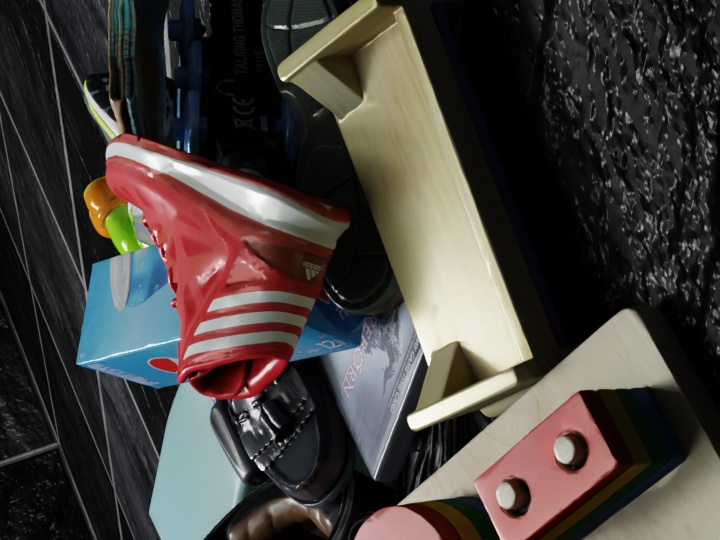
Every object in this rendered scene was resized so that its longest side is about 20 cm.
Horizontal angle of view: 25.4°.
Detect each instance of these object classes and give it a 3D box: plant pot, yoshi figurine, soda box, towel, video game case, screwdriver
[{"bbox_3d":[-0.056,0.130,1.130,0.142,0.140,0.202,54,144,45],"label":"plant pot"},{"bbox_3d":[-0.118,-0.002,1.209,0.200,0.111,0.113,45,125,33],"label":"yoshi figurine"},{"bbox_3d":[-0.084,0.019,0.934,0.199,0.064,0.069,-14,63,46],"label":"soda box"},{"bbox_3d":[-0.135,-0.143,0.988,0.147,0.021,0.202,84,180,-59],"label":"towel"},{"bbox_3d":[0.000,0.000,0.926,0.201,0.019,0.144,-118,39,-47],"label":"video game case"},{"bbox_3d":[-0.101,0.057,1.052,0.028,0.029,0.201,46,-164,-55],"label":"screwdriver"}]

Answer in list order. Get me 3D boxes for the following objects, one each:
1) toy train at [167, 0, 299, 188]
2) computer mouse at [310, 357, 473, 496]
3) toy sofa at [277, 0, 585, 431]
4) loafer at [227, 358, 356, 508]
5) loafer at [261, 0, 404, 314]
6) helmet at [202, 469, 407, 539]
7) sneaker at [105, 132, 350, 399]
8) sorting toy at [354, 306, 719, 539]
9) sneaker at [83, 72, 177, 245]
[{"bbox_3d":[-0.079,-0.092,1.007,0.201,0.086,0.115,-99,13,-48],"label":"toy train"},{"bbox_3d":[0.023,0.070,0.954,0.200,0.052,0.140,-170,82,-64],"label":"computer mouse"},{"bbox_3d":[0.048,-0.033,0.766,0.083,0.097,0.202,-30,76,47],"label":"toy sofa"},{"bbox_3d":[-0.063,0.065,0.981,0.063,0.072,0.201,30,-159,-37],"label":"loafer"},{"bbox_3d":[0.001,-0.069,0.862,0.071,0.063,0.202,-26,65,29],"label":"loafer"},{"bbox_3d":[-0.008,0.236,0.977,0.191,0.200,0.200,51,170,-20],"label":"helmet"},{"bbox_3d":[-0.093,-0.001,0.842,0.199,0.078,0.117,19,90,55],"label":"sneaker"},{"bbox_3d":[0.084,0.153,0.666,0.199,0.069,0.201,-46,59,35],"label":"sorting toy"},{"bbox_3d":[-0.143,-0.065,1.105,0.201,0.073,0.081,57,140,36],"label":"sneaker"}]
